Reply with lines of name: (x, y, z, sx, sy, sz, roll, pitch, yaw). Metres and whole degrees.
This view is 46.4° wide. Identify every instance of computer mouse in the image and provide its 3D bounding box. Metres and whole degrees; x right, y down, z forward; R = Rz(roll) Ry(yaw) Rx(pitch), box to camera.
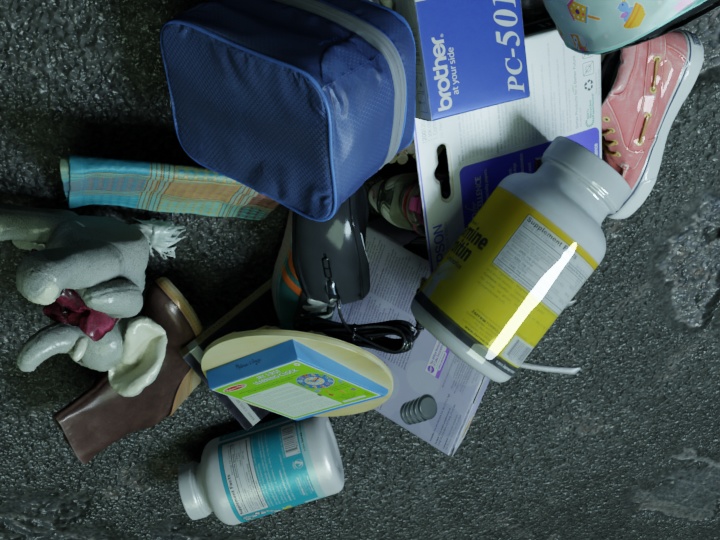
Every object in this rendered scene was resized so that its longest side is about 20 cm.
computer mouse: (0.000, 0.000, 0.772, 0.138, 0.046, 0.203, 7, 121, 8)

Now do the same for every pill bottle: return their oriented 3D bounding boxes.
pill bottle: (-0.127, 0.253, 1.065, 0.197, 0.112, 0.112, -17, 134, 2)
pill bottle: (0.142, -0.012, 0.733, 0.112, 0.112, 0.201, 34, 96, -36)

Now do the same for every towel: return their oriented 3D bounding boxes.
towel: (-0.168, -0.071, 0.760, 0.197, 0.022, 0.146, 4, 172, -18)

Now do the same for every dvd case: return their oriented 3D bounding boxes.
dvd case: (-0.083, 0.072, 0.929, 0.199, 0.016, 0.149, -39, 134, -9)

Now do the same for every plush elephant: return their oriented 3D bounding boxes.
plush elephant: (-0.261, 0.031, 0.786, 0.199, 0.164, 0.157, -7, 118, -50)

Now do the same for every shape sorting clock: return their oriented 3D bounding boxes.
shape sorting clock: (-0.064, 0.106, 0.857, 0.196, 0.040, 0.201, 3, 152, 1)

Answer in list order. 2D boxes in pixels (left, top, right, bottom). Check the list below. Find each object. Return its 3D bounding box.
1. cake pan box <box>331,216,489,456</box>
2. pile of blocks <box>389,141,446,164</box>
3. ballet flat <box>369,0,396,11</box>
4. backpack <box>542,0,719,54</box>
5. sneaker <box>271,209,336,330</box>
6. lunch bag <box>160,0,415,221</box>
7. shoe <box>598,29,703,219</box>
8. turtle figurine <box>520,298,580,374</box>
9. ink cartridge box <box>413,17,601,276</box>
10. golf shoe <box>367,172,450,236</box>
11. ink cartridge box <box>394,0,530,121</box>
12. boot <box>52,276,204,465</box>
cake pan box: (0.057, 0.065, 0.886, 0.182, 0.052, 0.202, 26, 116, 18)
pile of blocks: (0.043, -0.142, 0.790, 0.197, 0.062, 0.083, -6, 121, -20)
ballet flat: (0.006, -0.234, 0.686, 0.073, 0.074, 0.200, -31, 130, 15)
backpack: (0.223, -0.265, 0.644, 0.199, 0.177, 0.154, -35, 114, 17)
sneaker: (-0.040, -0.003, 0.844, 0.070, 0.080, 0.203, -7, 122, -29)
lunch bag: (-0.056, -0.149, 0.672, 0.132, 0.198, 0.137, -42, 148, -36)
shoe: (0.256, -0.145, 0.835, 0.090, 0.072, 0.202, 3, 125, -16)
turtle figurine: (0.138, 0.084, 0.960, 0.193, 0.145, 0.199, -37, 127, 26)
ink cartridge box: (0.132, -0.115, 0.774, 0.197, 0.043, 0.201, -18, 118, -18)
golf shoe: (0.096, -0.069, 0.866, 0.198, 0.091, 0.074, 8, 97, -42)
ink cartridge box: (0.074, -0.228, 0.658, 0.093, 0.044, 0.203, -16, 110, -16)
boot: (-0.246, 0.113, 0.889, 0.165, 0.072, 0.202, -34, 149, -29)
